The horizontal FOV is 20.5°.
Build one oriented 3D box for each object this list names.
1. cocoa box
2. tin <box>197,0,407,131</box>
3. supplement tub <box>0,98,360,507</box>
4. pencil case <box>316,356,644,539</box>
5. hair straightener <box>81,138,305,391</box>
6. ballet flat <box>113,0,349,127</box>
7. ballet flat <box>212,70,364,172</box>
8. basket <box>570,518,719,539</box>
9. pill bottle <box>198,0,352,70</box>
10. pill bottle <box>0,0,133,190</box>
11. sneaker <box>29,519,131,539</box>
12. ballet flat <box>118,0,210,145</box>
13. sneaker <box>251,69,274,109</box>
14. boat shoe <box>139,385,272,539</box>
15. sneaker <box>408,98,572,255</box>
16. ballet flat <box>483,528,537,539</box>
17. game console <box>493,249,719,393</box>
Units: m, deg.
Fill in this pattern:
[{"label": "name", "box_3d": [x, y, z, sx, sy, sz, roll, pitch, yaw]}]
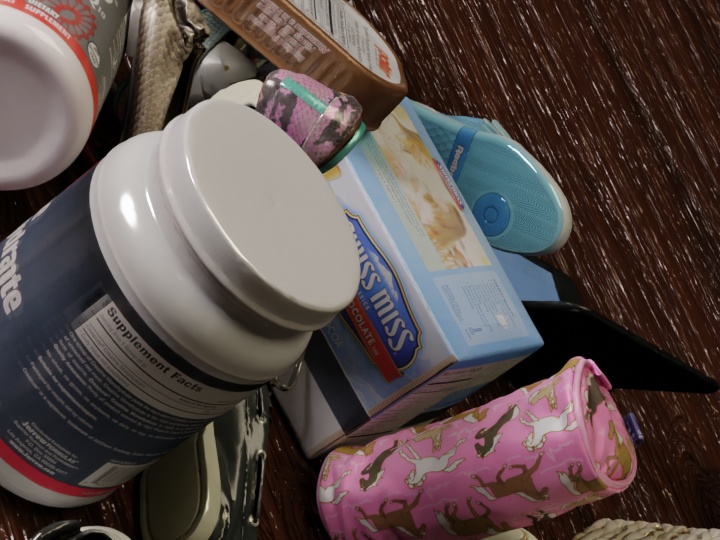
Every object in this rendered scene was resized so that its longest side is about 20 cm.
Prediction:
[{"label": "cocoa box", "box_3d": [0.000, 0.000, 1.292, 0.133, 0.131, 0.201, -5, 64, -60]}, {"label": "tin", "box_3d": [-0.050, -0.164, 1.223, 0.200, 0.042, 0.112, 39, 23, -20]}, {"label": "supplement tub", "box_3d": [-0.113, 0.018, 1.013, 0.140, 0.200, 0.141, 39, 31, -28]}, {"label": "pencil case", "box_3d": [0.067, 0.120, 1.197, 0.086, 0.199, 0.083, -24, 90, -62]}, {"label": "hair straightener", "box_3d": [-0.089, -0.017, 1.224, 0.200, 0.077, 0.041, 57, 10, 6]}, {"label": "ballet flat", "box_3d": [-0.072, -0.149, 1.303, 0.071, 0.069, 0.200, 36, 65, 23]}, {"label": "ballet flat", "box_3d": [-0.060, -0.069, 1.117, 0.071, 0.200, 0.069, 44, 66, -6]}, {"label": "basket", "box_3d": [0.182, 0.259, 1.180, 0.198, 0.160, 0.201, -11, 105, -61]}, {"label": "pill bottle", "box_3d": [-0.099, -0.209, 1.390, 0.200, 0.112, 0.113, 27, 38, -44]}, {"label": "pill bottle", "box_3d": [-0.193, -0.144, 1.162, 0.116, 0.116, 0.200, 44, 29, -21]}, {"label": "sneaker", "box_3d": [-0.131, 0.155, 0.923, 0.076, 0.115, 0.200, 55, 27, 2]}, {"label": "ballet flat", "box_3d": [-0.118, -0.069, 1.171, 0.067, 0.046, 0.201, 56, 39, -86]}, {"label": "sneaker", "box_3d": [-0.026, -0.126, 1.414, 0.200, 0.074, 0.088, 30, 70, -64]}, {"label": "boat shoe", "box_3d": [-0.080, 0.085, 1.131, 0.066, 0.074, 0.200, 37, 32, -36]}, {"label": "sneaker", "box_3d": [0.106, -0.072, 1.530, 0.200, 0.080, 0.130, 36, 16, 32]}, {"label": "ballet flat", "box_3d": [0.088, 0.203, 1.276, 0.067, 0.067, 0.200, 41, 30, -23]}, {"label": "game console", "box_3d": [0.163, 0.020, 1.551, 0.200, 0.116, 0.177, 29, 37, -42]}]
